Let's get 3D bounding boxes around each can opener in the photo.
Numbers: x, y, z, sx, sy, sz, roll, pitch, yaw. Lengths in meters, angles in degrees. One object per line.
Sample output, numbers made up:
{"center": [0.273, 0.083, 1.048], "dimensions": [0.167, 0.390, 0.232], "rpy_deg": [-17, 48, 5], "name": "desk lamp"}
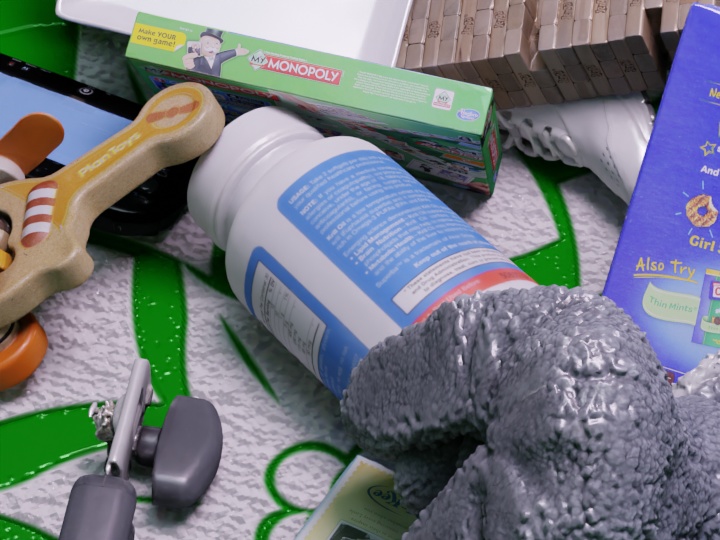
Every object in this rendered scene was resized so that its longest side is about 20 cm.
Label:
{"center": [-0.113, 0.123, 0.943], "dimensions": [0.066, 0.053, 0.201], "rpy_deg": [10, 45, 4], "name": "can opener"}

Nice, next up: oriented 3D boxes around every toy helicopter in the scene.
{"center": [-0.162, -0.038, 1.055], "dimensions": [0.200, 0.079, 0.132], "rpy_deg": [-35, 40, -6], "name": "toy helicopter"}

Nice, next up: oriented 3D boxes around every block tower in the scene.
{"center": [0.111, -0.132, 1.136], "dimensions": [0.199, 0.054, 0.058], "rpy_deg": [-5, 58, 24], "name": "block tower"}

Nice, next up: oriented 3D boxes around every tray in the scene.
{"center": [-0.068, -0.169, 1.157], "dimensions": [0.199, 0.022, 0.108], "rpy_deg": [14, 73, 4], "name": "tray"}

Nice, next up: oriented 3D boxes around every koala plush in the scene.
{"center": [0.120, 0.100, 0.868], "dimensions": [0.199, 0.184, 0.178], "rpy_deg": [15, 55, -28], "name": "koala plush"}

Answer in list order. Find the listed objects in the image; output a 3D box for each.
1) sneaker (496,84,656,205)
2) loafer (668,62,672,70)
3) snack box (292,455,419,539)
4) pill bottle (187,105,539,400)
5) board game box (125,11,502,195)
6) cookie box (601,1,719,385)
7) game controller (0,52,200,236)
{"center": [0.117, -0.095, 1.188], "dimensions": [0.087, 0.075, 0.200], "rpy_deg": [-29, 49, -8], "name": "sneaker"}
{"center": [0.241, -0.161, 1.200], "dimensions": [0.199, 0.071, 0.073], "rpy_deg": [-14, 83, -13], "name": "loafer"}
{"center": [0.055, 0.173, 0.917], "dimensions": [0.199, 0.037, 0.116], "rpy_deg": [24, 47, 18], "name": "snack box"}
{"center": [0.000, 0.000, 1.036], "dimensions": [0.112, 0.113, 0.200], "rpy_deg": [-27, 53, -29], "name": "pill bottle"}
{"center": [-0.021, -0.092, 1.120], "dimensions": [0.199, 0.135, 0.029], "rpy_deg": [14, 80, 9], "name": "board game box"}
{"center": [0.224, -0.015, 1.017], "dimensions": [0.170, 0.075, 0.201], "rpy_deg": [18, 90, 13], "name": "cookie box"}
{"center": [-0.181, -0.079, 1.152], "dimensions": [0.199, 0.042, 0.104], "rpy_deg": [21, 47, 15], "name": "game controller"}
